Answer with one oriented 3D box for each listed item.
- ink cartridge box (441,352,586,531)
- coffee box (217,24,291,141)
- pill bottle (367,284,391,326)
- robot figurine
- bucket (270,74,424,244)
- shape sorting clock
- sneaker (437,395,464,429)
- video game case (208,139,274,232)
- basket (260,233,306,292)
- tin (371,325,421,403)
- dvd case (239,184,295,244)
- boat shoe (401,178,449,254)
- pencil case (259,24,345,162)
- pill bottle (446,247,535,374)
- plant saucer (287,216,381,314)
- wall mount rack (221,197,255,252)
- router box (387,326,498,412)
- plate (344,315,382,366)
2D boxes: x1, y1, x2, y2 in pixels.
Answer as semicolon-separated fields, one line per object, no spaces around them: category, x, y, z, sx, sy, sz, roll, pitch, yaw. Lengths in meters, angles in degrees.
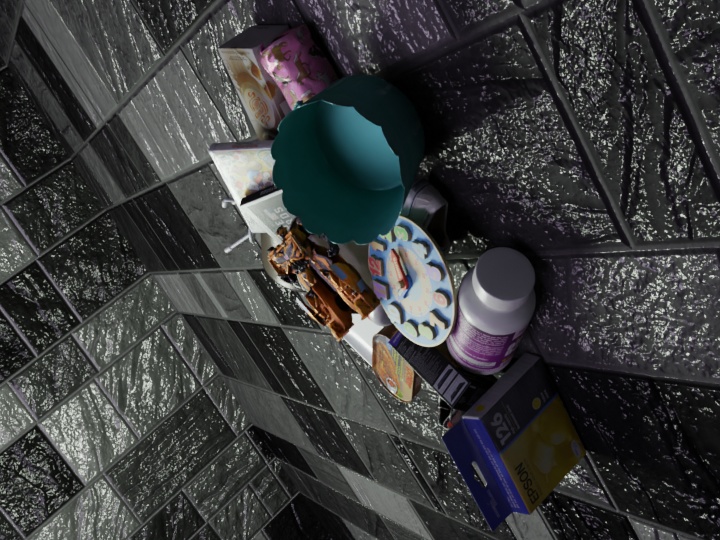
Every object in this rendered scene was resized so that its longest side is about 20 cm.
ink cartridge box;0.242;0.269;1.186;0.047;0.199;0.200;7;132;58
coffee box;-0.135;-0.283;1.245;0.113;0.079;0.203;20;142;50
pill bottle;0.000;0.000;1.361;0.199;0.112;0.114;38;154;29
robot figurine;-0.067;0.009;1.236;0.200;0.058;0.145;46;127;-4
bucket;-0.012;-0.155;1.048;0.202;0.135;0.212;12;126;17
shape sorting clock;0.071;0.017;1.135;0.200;0.038;0.204;42;142;44
sneaker;0.173;0.269;1.463;0.076;0.081;0.203;31;149;37
video game case;-0.137;-0.135;1.284;0.177;0.023;0.202;1;141;20
basket;-0.128;-0.087;1.459;0.179;0.135;0.203;37;149;31
tin;0.073;0.185;1.510;0.112;0.042;0.202;42;154;26
dvd case;-0.085;-0.094;1.280;0.197;0.025;0.150;-16;133;37
boat shoe;0.101;-0.046;1.171;0.070;0.070;0.203;41;148;28
pencil case;-0.071;-0.261;1.147;0.082;0.087;0.203;-11;115;47
pill bottle;0.187;0.058;1.097;0.112;0.112;0.202;41;155;21
plant saucer;-0.029;-0.025;1.251;0.195;0.032;0.205;14;125;20
wall mount rack;-0.228;-0.132;1.496;0.072;0.205;0.175;5;149;-2
router box;0.152;0.164;1.247;0.157;0.053;0.199;43;-171;34
plate;0.029;0.137;1.605;0.199;0.032;0.202;42;154;23
